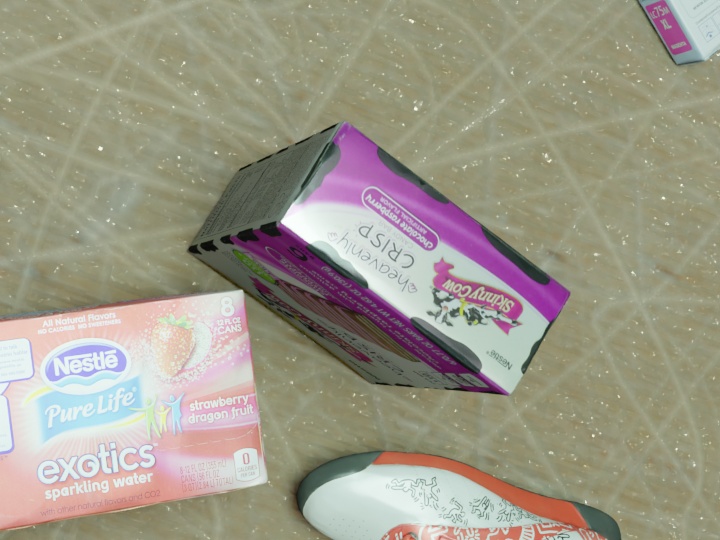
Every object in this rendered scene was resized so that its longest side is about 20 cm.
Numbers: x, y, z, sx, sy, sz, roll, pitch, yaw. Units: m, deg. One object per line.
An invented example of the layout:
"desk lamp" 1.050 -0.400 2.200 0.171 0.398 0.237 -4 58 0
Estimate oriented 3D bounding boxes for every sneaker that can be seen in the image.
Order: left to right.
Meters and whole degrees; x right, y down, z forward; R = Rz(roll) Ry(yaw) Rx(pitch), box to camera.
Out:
"sneaker" 0.062 0.170 0.825 0.200 0.067 0.108 16 43 -20

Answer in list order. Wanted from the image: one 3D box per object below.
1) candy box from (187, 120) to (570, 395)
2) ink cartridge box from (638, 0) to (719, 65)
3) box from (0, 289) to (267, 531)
"candy box" 0.000 0.000 0.762 0.136 0.200 0.061 36 78 -13
"ink cartridge box" 0.190 -0.240 0.914 0.119 0.042 0.201 -36 102 -15
"box" -0.157 0.070 0.765 0.198 0.095 0.104 -8 92 -18
